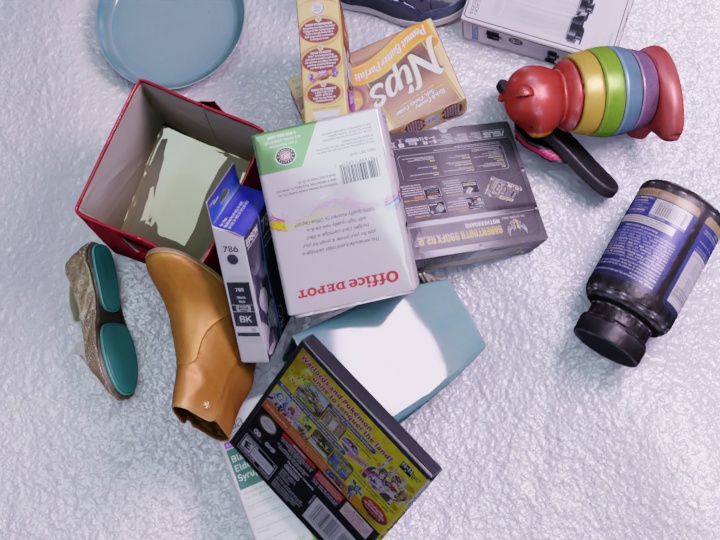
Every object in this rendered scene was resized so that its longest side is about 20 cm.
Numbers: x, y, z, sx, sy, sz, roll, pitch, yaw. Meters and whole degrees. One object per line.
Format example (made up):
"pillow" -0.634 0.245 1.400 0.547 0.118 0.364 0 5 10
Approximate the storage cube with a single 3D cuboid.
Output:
"storage cube" -0.206 -0.091 1.549 0.169 0.180 0.202 22 78 10

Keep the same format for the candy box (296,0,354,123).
"candy box" -0.037 -0.209 1.539 0.056 0.117 0.203 -7 79 4

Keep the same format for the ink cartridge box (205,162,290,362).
"ink cartridge box" -0.120 -0.009 1.436 0.039 0.202 0.100 -1 31 17

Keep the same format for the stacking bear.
"stacking bear" 0.262 -0.203 1.526 0.197 0.121 0.115 -6 99 -18

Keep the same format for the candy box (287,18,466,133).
"candy box" 0.021 -0.218 1.625 0.198 0.055 0.117 -23 76 -1

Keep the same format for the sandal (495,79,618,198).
"sandal" 0.230 -0.153 1.588 0.200 0.075 0.045 47 119 7

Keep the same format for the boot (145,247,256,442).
"boot" -0.183 0.085 1.431 0.070 0.201 0.145 -11 45 34

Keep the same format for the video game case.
"video game case" -0.031 0.199 1.401 0.200 0.025 0.181 45 125 13

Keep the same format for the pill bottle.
"pill bottle" 0.331 0.005 1.514 0.111 0.112 0.201 30 80 11

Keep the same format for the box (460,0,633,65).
"box" 0.235 -0.325 1.632 0.197 0.060 0.118 17 78 9

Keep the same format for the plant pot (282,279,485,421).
"plant pot" 0.033 0.103 1.497 0.198 0.141 0.142 -29 81 -13

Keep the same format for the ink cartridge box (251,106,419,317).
"ink cartridge box" -0.025 -0.063 1.424 0.143 0.084 0.203 -12 92 6

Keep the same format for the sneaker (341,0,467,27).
"sneaker" 0.039 -0.370 1.617 0.199 0.146 0.078 8 75 5

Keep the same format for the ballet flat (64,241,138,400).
"ballet flat" -0.319 0.067 1.587 0.065 0.070 0.203 -22 70 27

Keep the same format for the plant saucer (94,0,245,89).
"plant saucer" -0.245 -0.325 1.690 0.197 0.027 0.203 -1 76 4

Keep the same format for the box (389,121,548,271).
"box" 0.110 -0.089 1.544 0.198 0.048 0.160 -10 74 -29

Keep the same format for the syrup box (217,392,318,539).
"syrup box" -0.101 0.249 1.505 0.078 0.081 0.202 -22 77 -1

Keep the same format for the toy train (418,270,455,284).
"toy train" 0.000 0.000 1.518 0.198 0.116 0.086 19 119 20
